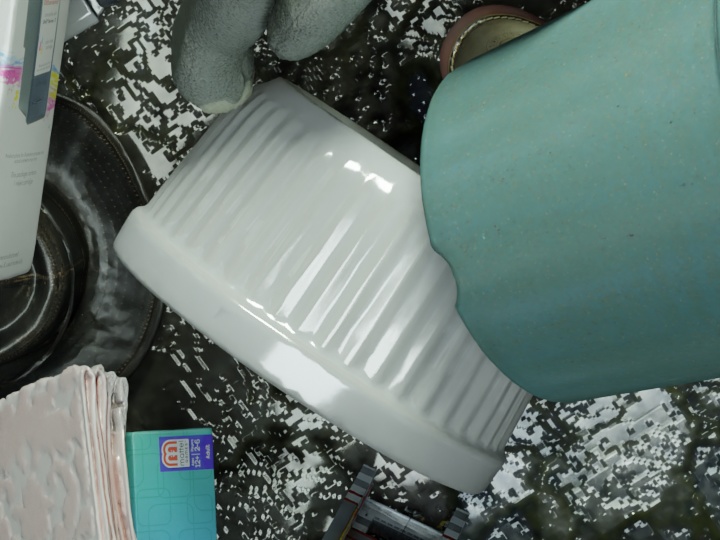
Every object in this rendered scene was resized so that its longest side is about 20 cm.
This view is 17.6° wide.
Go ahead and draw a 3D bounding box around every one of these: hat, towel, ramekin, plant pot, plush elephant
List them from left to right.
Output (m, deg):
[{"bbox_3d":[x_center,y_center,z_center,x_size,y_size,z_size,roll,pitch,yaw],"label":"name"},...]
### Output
[{"bbox_3d":[-0.195,0.004,1.100,0.200,0.081,0.201,1,105,4],"label":"hat"},{"bbox_3d":[-0.150,0.153,1.057,0.032,0.200,0.191,0,76,-35],"label":"towel"},{"bbox_3d":[0.000,0.000,1.034,0.200,0.200,0.105,33,93,-5],"label":"ramekin"},{"bbox_3d":[0.016,-0.168,0.943,0.155,0.200,0.165,3,72,-18],"label":"plush elephant"},{"bbox_3d":[0.143,-0.042,0.913,0.196,0.200,0.200,-18,103,35],"label":"plant pot"}]

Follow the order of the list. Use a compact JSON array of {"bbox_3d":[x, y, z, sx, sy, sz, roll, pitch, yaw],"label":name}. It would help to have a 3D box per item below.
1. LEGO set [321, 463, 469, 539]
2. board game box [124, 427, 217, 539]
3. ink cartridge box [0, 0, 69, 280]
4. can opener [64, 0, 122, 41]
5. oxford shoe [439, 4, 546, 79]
[{"bbox_3d":[0.039,0.186,1.133,0.200,0.116,0.154,19,134,13],"label":"LEGO set"},{"bbox_3d":[-0.117,0.175,1.078,0.045,0.152,0.200,0,84,-33],"label":"board game box"},{"bbox_3d":[-0.193,-0.103,1.011,0.117,0.067,0.200,11,97,13],"label":"ink cartridge box"},{"bbox_3d":[-0.118,-0.146,1.067,0.200,0.067,0.053,-29,100,10],"label":"can opener"},{"bbox_3d":[0.129,-0.054,1.064,0.200,0.074,0.071,21,102,-12],"label":"oxford shoe"}]
